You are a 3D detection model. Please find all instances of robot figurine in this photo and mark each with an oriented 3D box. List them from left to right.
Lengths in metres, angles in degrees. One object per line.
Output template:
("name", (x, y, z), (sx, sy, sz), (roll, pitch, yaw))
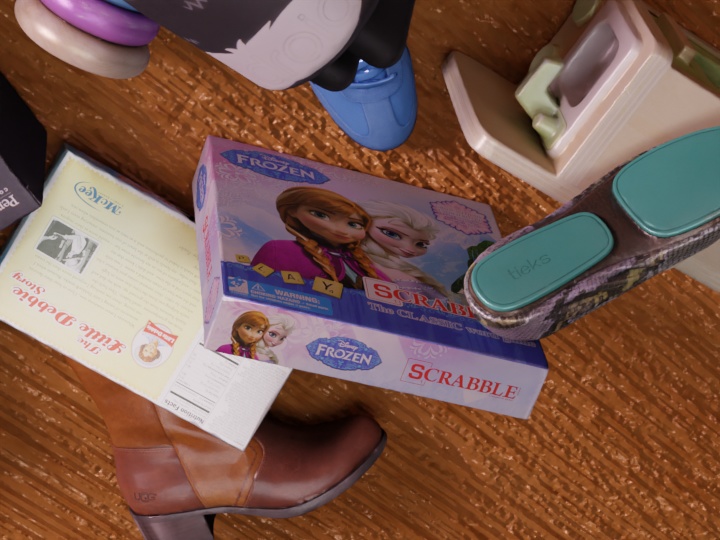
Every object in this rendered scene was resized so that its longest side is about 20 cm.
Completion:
("robot figurine", (-0.061, -0.176, 0.971), (0.200, 0.125, 0.150), (30, 109, -30))

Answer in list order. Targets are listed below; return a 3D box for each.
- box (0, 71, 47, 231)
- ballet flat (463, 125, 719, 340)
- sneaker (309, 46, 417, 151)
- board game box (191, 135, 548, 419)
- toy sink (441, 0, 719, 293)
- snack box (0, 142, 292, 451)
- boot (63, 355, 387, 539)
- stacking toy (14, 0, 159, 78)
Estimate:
("box", (-0.319, -0.079, 1.085), (0.200, 0.104, 0.182), (-29, 119, 9))
("ballet flat", (0.152, -0.019, 1.061), (0.200, 0.072, 0.072), (-28, 121, -4))
("sneaker", (-0.007, -0.149, 1.104), (0.066, 0.078, 0.200), (-16, 122, -1))
("board game box", (0.000, 0.000, 1.120), (0.200, 0.200, 0.041), (13, 118, -16))
("toy sink", (0.167, -0.099, 1.126), (0.200, 0.130, 0.112), (28, 113, -21))
("snack box", (-0.132, 0.018, 1.177), (0.200, 0.037, 0.116), (31, 94, -15))
("boot", (-0.095, 0.074, 1.246), (0.188, 0.069, 0.200), (-17, 110, 6))
("stacking toy", (-0.121, -0.213, 1.051), (0.085, 0.085, 0.200), (23, 111, -20))
